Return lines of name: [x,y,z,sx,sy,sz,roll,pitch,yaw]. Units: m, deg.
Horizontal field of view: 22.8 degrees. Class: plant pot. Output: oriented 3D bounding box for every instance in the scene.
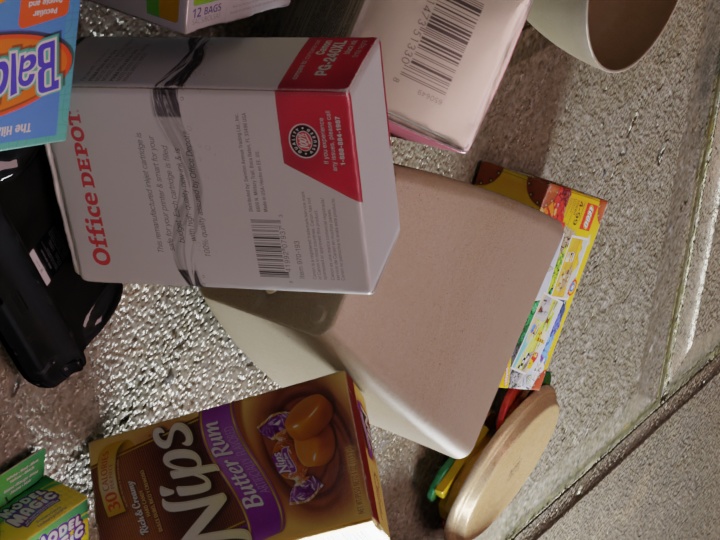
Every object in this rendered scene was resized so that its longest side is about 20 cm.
plant pot: [0.000,0.000,1.357,0.177,0.200,0.200,33,78,-50]
plant pot: [0.186,-0.284,1.520,0.200,0.134,0.201,-39,141,-41]

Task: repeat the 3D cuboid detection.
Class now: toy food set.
toy food set: [0.140,0.192,1.841,0.200,0.049,0.198,-50,161,-16]

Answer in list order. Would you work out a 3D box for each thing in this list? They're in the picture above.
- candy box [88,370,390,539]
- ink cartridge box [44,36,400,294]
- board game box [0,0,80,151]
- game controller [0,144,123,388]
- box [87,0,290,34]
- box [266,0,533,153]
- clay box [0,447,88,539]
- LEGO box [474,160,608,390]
candy box: [-0.088,0.157,1.271,0.056,0.200,0.117,58,18,-58]
ink cartridge box: [-0.086,-0.068,1.125,0.083,0.200,0.145,-66,154,-54]
board game box: [-0.224,-0.162,0.992,0.152,0.045,0.200,-16,124,-48]
game controller: [-0.210,-0.011,1.154,0.200,0.042,0.104,73,33,-50]
box: [-0.103,-0.260,1.083,0.112,0.101,0.200,-26,131,-51]
box: [0.019,-0.164,1.234,0.109,0.200,0.128,23,91,-20]
clay box: [-0.242,0.234,1.249,0.115,0.048,0.200,-34,138,-46]
LEGO box: [0.145,0.007,1.714,0.149,0.077,0.200,9,102,-60]
